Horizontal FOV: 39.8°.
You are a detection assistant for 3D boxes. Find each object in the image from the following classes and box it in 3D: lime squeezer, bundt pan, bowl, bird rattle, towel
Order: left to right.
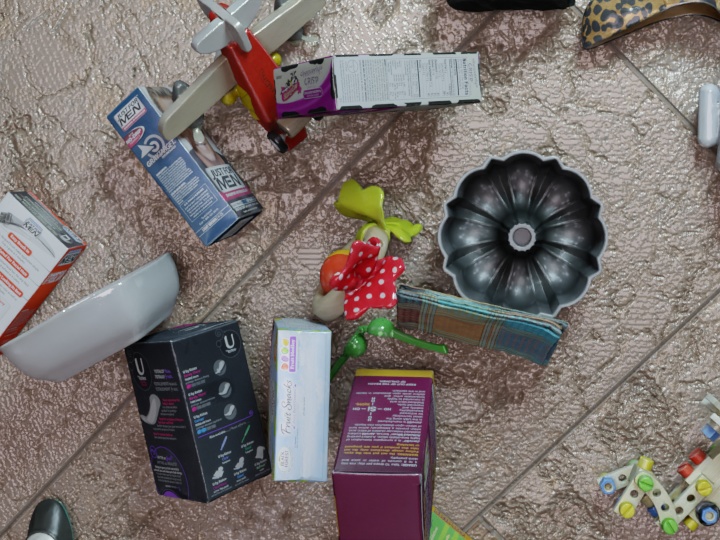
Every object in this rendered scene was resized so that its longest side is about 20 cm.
[{"bbox_3d":[-0.316,0.062,1.224,0.199,0.200,0.075,-29,98,13],"label":"bowl"},{"bbox_3d":[0.000,0.000,1.183,0.112,0.201,0.163,28,130,-18],"label":"bird rattle"},{"bbox_3d":[0.014,0.101,1.256,0.199,0.038,0.071,-24,99,25],"label":"lime squeezer"},{"bbox_3d":[0.139,0.067,1.188,0.198,0.147,0.022,13,71,7],"label":"towel"},{"bbox_3d":[0.193,-0.043,1.196,0.199,0.076,0.204,1,97,8],"label":"bundt pan"}]

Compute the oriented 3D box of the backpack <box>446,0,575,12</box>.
[{"bbox_3d":[0.173,-0.405,1.135,0.165,0.127,0.203,4,94,11],"label":"backpack"}]

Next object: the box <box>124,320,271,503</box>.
[{"bbox_3d":[-0.203,0.173,1.242,0.122,0.105,0.202,-6,98,47],"label":"box"}]

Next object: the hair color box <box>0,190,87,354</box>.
[{"bbox_3d":[-0.468,0.007,1.308,0.111,0.064,0.200,42,102,3],"label":"hair color box"}]

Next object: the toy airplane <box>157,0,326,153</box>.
[{"bbox_3d":[-0.141,-0.246,1.182,0.198,0.141,0.201,-2,113,-35],"label":"toy airplane"}]

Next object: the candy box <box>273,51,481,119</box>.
[{"bbox_3d":[0.020,-0.210,1.126,0.198,0.136,0.062,-8,98,-33],"label":"candy box"}]

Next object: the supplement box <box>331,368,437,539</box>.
[{"bbox_3d":[0.034,0.225,1.173,0.102,0.201,0.132,0,118,8],"label":"supplement box"}]

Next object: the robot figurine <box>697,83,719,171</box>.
[{"bbox_3d":[0.466,-0.171,1.123,0.168,0.113,0.203,8,98,24],"label":"robot figurine"}]

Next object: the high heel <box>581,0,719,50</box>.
[{"bbox_3d":[0.360,-0.279,1.141,0.199,0.071,0.143,36,94,21],"label":"high heel"}]

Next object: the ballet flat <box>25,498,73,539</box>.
[{"bbox_3d":[-0.426,0.415,1.344,0.067,0.068,0.203,1,96,9],"label":"ballet flat"}]

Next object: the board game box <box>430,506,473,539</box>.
[{"bbox_3d":[0.111,0.382,1.283,0.199,0.030,0.096,39,100,0],"label":"board game box"}]

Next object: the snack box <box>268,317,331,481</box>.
[{"bbox_3d":[-0.075,0.146,1.184,0.067,0.200,0.171,2,90,-8],"label":"snack box"}]

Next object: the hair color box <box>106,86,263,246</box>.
[{"bbox_3d":[-0.214,-0.132,1.234,0.060,0.100,0.201,-38,90,16],"label":"hair color box"}]

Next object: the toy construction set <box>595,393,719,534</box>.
[{"bbox_3d":[0.395,0.237,1.198,0.131,0.092,0.200,42,111,2],"label":"toy construction set"}]
